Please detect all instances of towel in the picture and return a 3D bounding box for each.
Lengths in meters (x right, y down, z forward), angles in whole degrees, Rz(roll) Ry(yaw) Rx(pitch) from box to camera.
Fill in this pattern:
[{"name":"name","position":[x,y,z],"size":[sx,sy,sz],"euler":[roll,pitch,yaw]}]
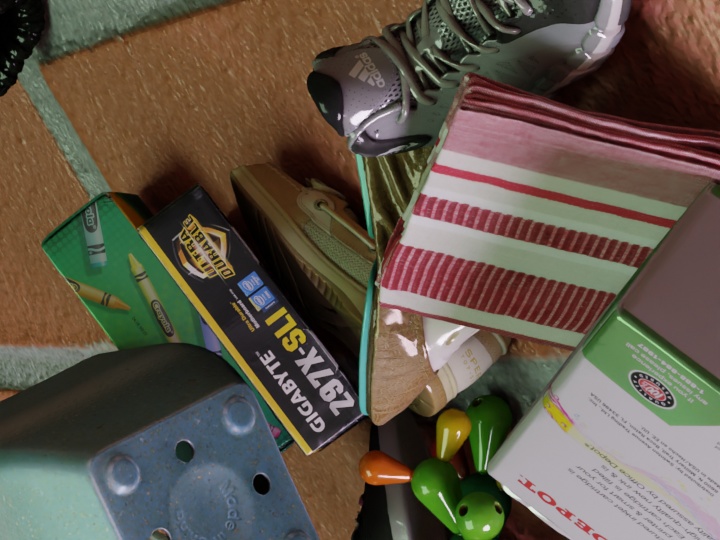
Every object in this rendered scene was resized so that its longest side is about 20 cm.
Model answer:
[{"name":"towel","position":[0.092,-0.017,0.959],"size":[0.144,0.023,0.200],"euler":[14,153,-5]}]

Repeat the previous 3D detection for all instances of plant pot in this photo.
[{"name":"plant pot","position":[-0.132,0.151,1.211],"size":[0.200,0.196,0.197],"euler":[-21,94,52]}]

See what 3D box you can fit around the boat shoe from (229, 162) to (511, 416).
[{"name":"boat shoe","position":[0.000,-0.001,1.198],"size":[0.201,0.063,0.073],"euler":[43,161,36]}]

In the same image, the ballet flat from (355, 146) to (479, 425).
[{"name":"ballet flat","position":[0.034,-0.010,1.068],"size":[0.072,0.068,0.201],"euler":[3,111,11]}]

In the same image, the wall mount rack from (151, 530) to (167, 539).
[{"name":"wall mount rack","position":[-0.123,0.136,1.489],"size":[0.200,0.074,0.174],"euler":[-69,-43,-65]}]

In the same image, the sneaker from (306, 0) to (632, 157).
[{"name":"sneaker","position":[0.038,-0.096,0.910],"size":[0.200,0.115,0.075],"euler":[116,133,-63]}]

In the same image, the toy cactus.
[{"name":"toy cactus","position":[0.054,0.174,1.179],"size":[0.165,0.102,0.200],"euler":[86,-179,-57]}]

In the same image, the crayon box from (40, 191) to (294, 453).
[{"name":"crayon box","position":[-0.118,0.043,1.388],"size":[0.200,0.058,0.119],"euler":[53,-177,1]}]

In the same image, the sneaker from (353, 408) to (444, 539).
[{"name":"sneaker","position":[-0.001,0.181,1.269],"size":[0.099,0.071,0.201],"euler":[-7,87,22]}]

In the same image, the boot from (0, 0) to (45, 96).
[{"name":"boot","position":[-0.292,-0.167,1.453],"size":[0.158,0.079,0.211],"euler":[46,154,15]}]

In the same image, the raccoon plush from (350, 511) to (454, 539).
[{"name":"raccoon plush","position":[0.042,0.203,1.387],"size":[0.097,0.134,0.200],"euler":[24,177,22]}]

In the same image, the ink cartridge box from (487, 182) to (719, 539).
[{"name":"ink cartridge box","position":[0.158,0.072,0.940],"size":[0.145,0.084,0.200],"euler":[37,153,5]}]

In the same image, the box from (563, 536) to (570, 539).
[{"name":"box","position":[0.155,0.174,1.122],"size":[0.100,0.075,0.200],"euler":[45,152,18]}]

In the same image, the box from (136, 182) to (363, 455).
[{"name":"box","position":[-0.058,0.033,1.258],"size":[0.160,0.049,0.200],"euler":[54,178,3]}]
